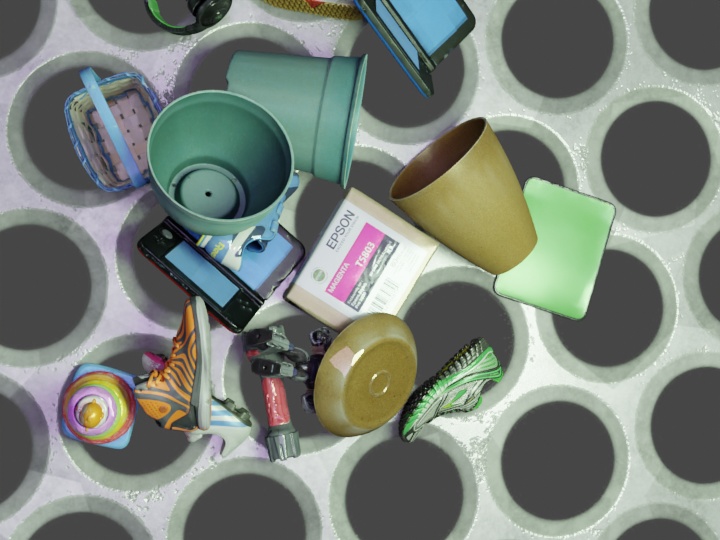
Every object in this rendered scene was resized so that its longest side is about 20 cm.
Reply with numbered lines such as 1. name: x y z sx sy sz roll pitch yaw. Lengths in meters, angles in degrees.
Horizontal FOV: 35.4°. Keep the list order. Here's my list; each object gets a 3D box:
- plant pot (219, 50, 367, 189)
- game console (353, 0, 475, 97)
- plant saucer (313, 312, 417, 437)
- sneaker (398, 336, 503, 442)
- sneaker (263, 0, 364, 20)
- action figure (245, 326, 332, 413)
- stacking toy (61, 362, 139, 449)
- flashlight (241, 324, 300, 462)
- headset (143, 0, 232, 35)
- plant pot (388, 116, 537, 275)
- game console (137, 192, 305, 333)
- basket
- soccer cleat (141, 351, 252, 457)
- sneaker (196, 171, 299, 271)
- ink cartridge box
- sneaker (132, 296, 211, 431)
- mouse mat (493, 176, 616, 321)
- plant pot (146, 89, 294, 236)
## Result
1. plant pot: -0.101 -0.236 1.672 0.195 0.200 0.202 10 87 2
2. game console: 0.087 -0.392 1.704 0.118 0.171 0.200 -33 115 17
3. plant saucer: 0.019 0.163 1.681 0.199 0.035 0.202 -19 120 -35
4. sneaker: 0.140 0.196 1.733 0.200 0.078 0.085 -41 94 -8
5. sneaker: -0.078 -0.450 1.739 0.199 0.075 0.091 12 78 -13
6. action figure: -0.085 0.143 1.669 0.069 0.200 0.131 -13 68 31
7. stacking toy: -0.378 0.200 1.604 0.109 0.200 0.117 16 87 -7
8. flashlight: -0.131 0.185 1.700 0.067 0.068 0.202 -5 83 -41
9. headset: -0.238 -0.431 1.683 0.199 0.094 0.124 -18 85 15
10. plant pot: 0.176 -0.097 1.711 0.186 0.186 0.200 -44 106 -7
11. game console: -0.203 -0.032 1.682 0.200 0.172 0.119 41 110 -4
12. basket: -0.344 -0.196 1.622 0.138 0.200 0.177 -24 92 -7
13. soccer cleat: -0.257 0.203 1.685 0.199 0.070 0.087 36 85 -5
14. sneaker: -0.153 -0.074 1.679 0.082 0.074 0.200 45 60 4
15. ink cartridge box: 0.000 0.000 1.725 0.164 0.075 0.201 31 85 -6
16. sneaker: -0.269 0.136 1.605 0.111 0.078 0.202 1 101 -4
17. mouse mat: 0.311 -0.035 1.800 0.160 0.008 0.201 18 85 -7
18. plant pot: -0.203 -0.130 1.566 0.199 0.134 0.202 7 65 -14
